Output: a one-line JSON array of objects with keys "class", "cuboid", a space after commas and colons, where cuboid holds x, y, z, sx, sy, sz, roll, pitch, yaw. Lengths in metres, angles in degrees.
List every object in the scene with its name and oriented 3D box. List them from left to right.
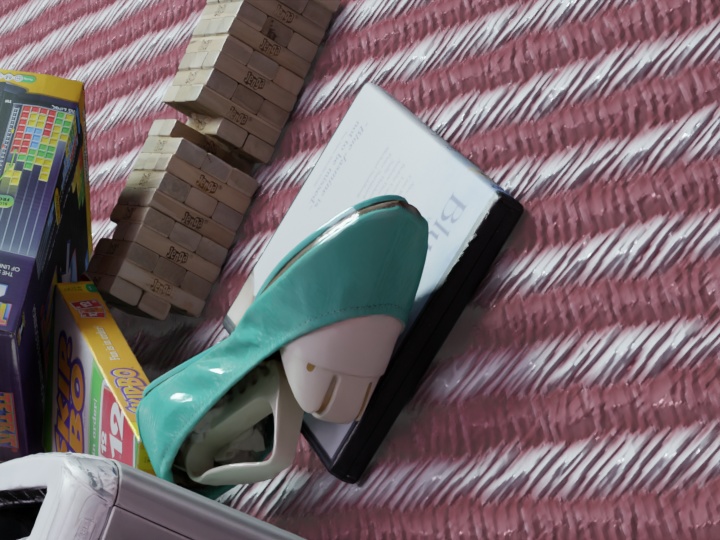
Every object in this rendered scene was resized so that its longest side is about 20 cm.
[{"class": "board game box", "cuboid": [-0.186, 0.019, 1.393, 0.201, 0.056, 0.166, 95, -177, -55]}, {"class": "board game box", "cuboid": [-0.129, 0.082, 1.297, 0.200, 0.030, 0.096, -125, 39, -61]}, {"class": "toaster", "cuboid": [-0.110, 0.147, 1.123, 0.200, 0.129, 0.114, -11, 54, 61]}, {"class": "block tower", "cuboid": [-0.081, -0.069, 1.390, 0.058, 0.054, 0.201, 8, 71, 64]}, {"class": "ballet flat", "cuboid": [-0.028, 0.045, 1.121, 0.200, 0.067, 0.071, -41, 57, 41]}, {"class": "dvd case", "cuboid": [0.000, 0.000, 1.196, 0.143, 0.017, 0.200, -58, 24, 7]}]
